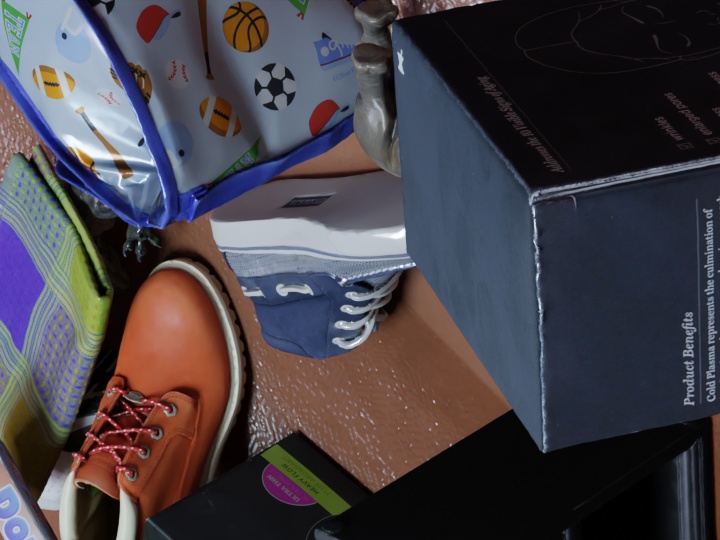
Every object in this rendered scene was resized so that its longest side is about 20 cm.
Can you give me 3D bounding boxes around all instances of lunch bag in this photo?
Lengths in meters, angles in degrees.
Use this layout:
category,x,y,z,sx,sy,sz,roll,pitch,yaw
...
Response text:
category,x,y,z,sx,sy,sz,roll,pitch,yaw
lunch bag,-0.099,-0.129,1.509,0.200,0.170,0.124,52,144,11

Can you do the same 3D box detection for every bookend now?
category,x,y,z,sx,sy,sz,roll,pitch,yaw
bookend,0.085,0.187,1.467,0.092,0.200,0.199,20,125,40

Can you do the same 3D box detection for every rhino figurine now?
category,x,y,z,sx,sy,sz,roll,pitch,yaw
rhino figurine,0.071,-0.063,1.446,0.200,0.060,0.088,27,144,34

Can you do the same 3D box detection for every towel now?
category,x,y,z,sx,sy,sz,roll,pitch,yaw
towel,-0.207,0.041,1.759,0.144,0.023,0.200,59,137,34

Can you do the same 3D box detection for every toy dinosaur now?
category,x,y,z,sx,sy,sz,roll,pitch,yaw
toy dinosaur,-0.145,-0.061,1.703,0.088,0.047,0.201,32,130,41

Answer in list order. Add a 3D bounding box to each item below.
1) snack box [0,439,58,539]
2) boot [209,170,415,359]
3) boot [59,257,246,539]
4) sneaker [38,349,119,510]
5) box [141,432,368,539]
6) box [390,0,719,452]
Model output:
category,x,y,z,sx,sy,sz,roll,pitch,yaw
snack box,-0.182,0.178,1.692,0.200,0.024,0.072,58,177,19
boot,0.000,0.000,1.566,0.200,0.073,0.091,4,122,56
boot,-0.126,0.093,1.692,0.075,0.107,0.201,8,94,27
sneaker,-0.183,0.108,1.837,0.080,0.074,0.200,53,148,-12
box,-0.048,0.229,1.702,0.148,0.124,0.200,38,137,27
box,0.135,-0.037,1.226,0.200,0.196,0.124,-122,25,-60
